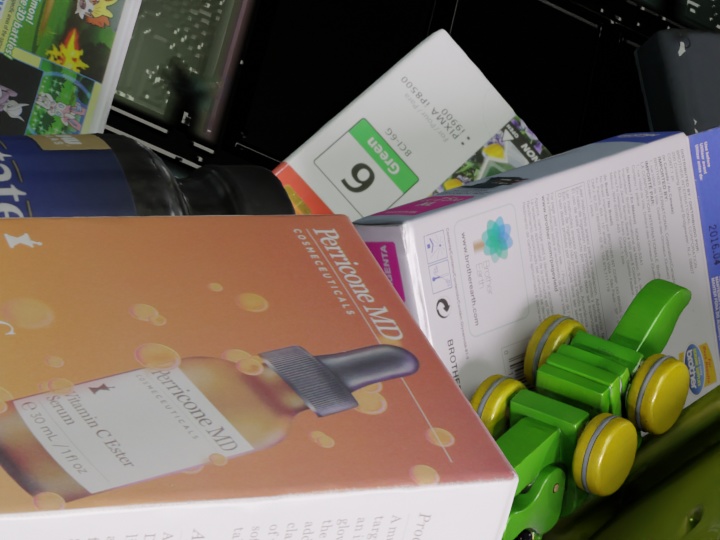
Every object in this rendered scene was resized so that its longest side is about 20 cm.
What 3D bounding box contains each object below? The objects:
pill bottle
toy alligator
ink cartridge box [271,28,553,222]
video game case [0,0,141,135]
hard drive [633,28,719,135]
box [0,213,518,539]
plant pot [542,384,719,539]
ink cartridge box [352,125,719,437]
[{"bbox_3d":[-0.127,0.007,0.967,0.200,0.112,0.112,-3,69,-26],"label":"pill bottle"},{"bbox_3d":[0.068,0.075,1.012,0.059,0.054,0.200,20,45,30],"label":"toy alligator"},{"bbox_3d":[0.000,0.000,1.100,0.109,0.050,0.200,49,54,-2],"label":"ink cartridge box"},{"bbox_3d":[-0.188,-0.076,1.053,0.182,0.022,0.200,23,58,-17],"label":"video game case"},{"bbox_3d":[0.207,-0.013,1.227,0.139,0.033,0.200,1,68,-27],"label":"hard drive"},{"bbox_3d":[-0.078,0.066,0.858,0.200,0.106,0.152,-2,35,-26],"label":"box"},{"bbox_3d":[0.168,0.155,1.037,0.200,0.199,0.182,28,52,-14],"label":"plant pot"},{"bbox_3d":[0.086,0.014,1.095,0.200,0.042,0.119,-18,104,-39],"label":"ink cartridge box"}]
